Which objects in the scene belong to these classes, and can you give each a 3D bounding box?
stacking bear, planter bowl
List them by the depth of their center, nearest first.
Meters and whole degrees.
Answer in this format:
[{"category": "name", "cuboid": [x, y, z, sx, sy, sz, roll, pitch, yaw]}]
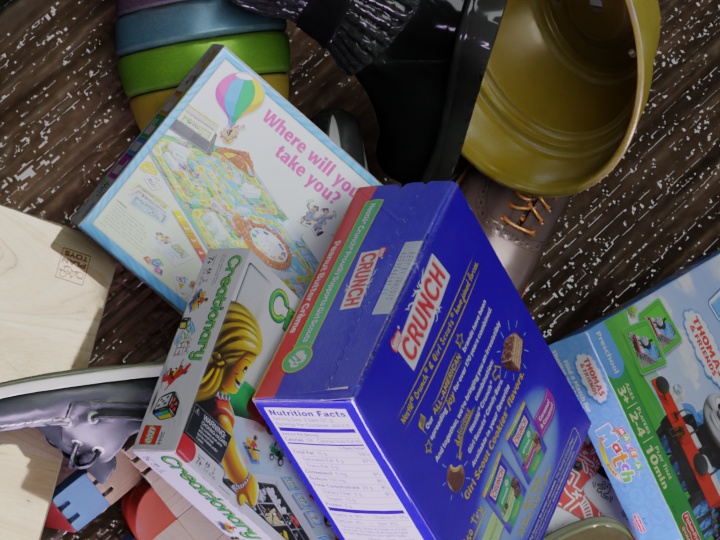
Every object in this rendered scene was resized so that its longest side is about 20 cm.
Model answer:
[{"category": "stacking bear", "cuboid": [-0.095, -0.106, 1.652, 0.113, 0.121, 0.202, -9, 92, -18]}, {"category": "planter bowl", "cuboid": [0.120, -0.152, 1.658, 0.083, 0.200, 0.201, -24, 89, -38]}]

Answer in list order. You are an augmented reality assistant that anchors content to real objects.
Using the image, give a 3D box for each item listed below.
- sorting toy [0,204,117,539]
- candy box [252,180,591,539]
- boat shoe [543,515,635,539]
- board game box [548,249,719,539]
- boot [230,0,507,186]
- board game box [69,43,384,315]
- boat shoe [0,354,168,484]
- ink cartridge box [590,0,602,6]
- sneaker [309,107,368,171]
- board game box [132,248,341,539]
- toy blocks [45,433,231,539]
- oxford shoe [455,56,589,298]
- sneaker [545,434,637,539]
[{"category": "sorting toy", "cuboid": [-0.264, 0.054, 1.583, 0.199, 0.070, 0.200, 19, 76, -16]}, {"category": "candy box", "cuboid": [0.038, 0.079, 1.543, 0.201, 0.077, 0.170, 61, 41, -34]}, {"category": "boat shoe", "cuboid": [0.092, 0.230, 1.647, 0.200, 0.063, 0.073, -37, 123, -2]}, {"category": "board game box", "cuboid": [0.210, 0.081, 1.715, 0.200, 0.036, 0.152, -26, 91, -52]}, {"category": "boot", "cuboid": [-0.004, -0.134, 1.604, 0.157, 0.212, 0.080, 16, 55, 0]}, {"category": "board game box", "cuboid": [-0.051, -0.016, 1.604, 0.200, 0.034, 0.135, 41, 85, -16]}, {"category": "boat shoe", "cuboid": [-0.139, 0.085, 1.545, 0.198, 0.074, 0.067, -8, 90, -18]}, {"category": "ink cartridge box", "cuboid": [0.101, -0.259, 1.753, 0.199, 0.084, 0.146, 9, 78, -18]}, {"category": "sneaker", "cuboid": [0.000, 0.000, 1.689, 0.079, 0.074, 0.202, -6, 92, -24]}, {"category": "board game box", "cuboid": [-0.041, 0.094, 1.528, 0.200, 0.034, 0.127, 47, 53, -43]}, {"category": "toy blocks", "cuboid": [-0.092, 0.157, 1.621, 0.137, 0.100, 0.200, -39, 102, -9]}, {"category": "oxford shoe", "cuboid": [0.096, -0.046, 1.723, 0.071, 0.073, 0.201, 21, 75, -15]}, {"category": "sneaker", "cuboid": [0.112, 0.130, 1.705, 0.200, 0.067, 0.109, 12, 76, -21]}]
